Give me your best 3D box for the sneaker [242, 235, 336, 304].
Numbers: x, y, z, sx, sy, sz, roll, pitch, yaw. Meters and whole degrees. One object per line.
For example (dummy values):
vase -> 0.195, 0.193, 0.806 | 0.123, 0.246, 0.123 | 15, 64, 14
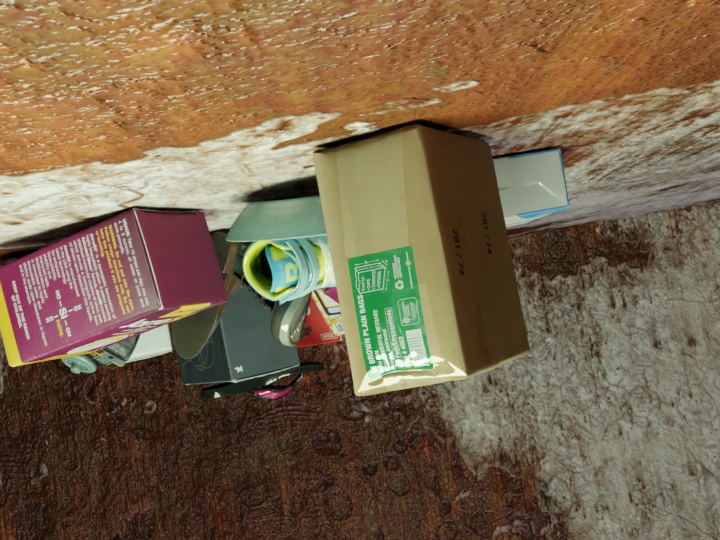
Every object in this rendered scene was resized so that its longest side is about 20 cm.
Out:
sneaker -> -0.030, -0.006, 1.020 | 0.196, 0.081, 0.130 | -5, -172, 18

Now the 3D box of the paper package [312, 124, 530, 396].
paper package -> 0.056, -0.010, 0.835 | 0.102, 0.204, 0.190 | -12, 176, 26

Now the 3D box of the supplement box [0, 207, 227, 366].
supplement box -> -0.258, 0.017, 1.010 | 0.197, 0.105, 0.130 | -20, 173, 22

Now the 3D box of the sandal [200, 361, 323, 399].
sandal -> -0.151, 0.181, 1.535 | 0.196, 0.046, 0.075 | -15, 180, -16

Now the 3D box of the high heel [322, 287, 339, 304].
high heel -> 0.000, -0.028, 1.199 | 0.094, 0.068, 0.202 | 10, 142, 7

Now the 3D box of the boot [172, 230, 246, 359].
boot -> -0.165, 0.029, 1.368 | 0.064, 0.189, 0.199 | 30, -166, 19

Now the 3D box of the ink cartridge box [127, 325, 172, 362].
ink cartridge box -> -0.347, 0.065, 1.548 | 0.081, 0.149, 0.200 | -11, 178, -12

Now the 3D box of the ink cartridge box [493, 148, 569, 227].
ink cartridge box -> 0.153, -0.084, 1.147 | 0.114, 0.069, 0.200 | -10, 178, -8

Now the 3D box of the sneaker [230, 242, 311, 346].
sneaker -> -0.110, 0.021, 1.160 | 0.104, 0.076, 0.201 | 14, -157, -1

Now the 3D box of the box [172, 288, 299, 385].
box -> -0.203, 0.065, 1.510 | 0.122, 0.204, 0.196 | -11, 179, -30

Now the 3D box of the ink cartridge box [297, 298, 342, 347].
ink cartridge box -> -0.123, 0.043, 1.659 | 0.044, 0.180, 0.198 | -7, 176, -44

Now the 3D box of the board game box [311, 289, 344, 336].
board game box -> 0.000, 0.000, 1.302 | 0.148, 0.047, 0.201 | -10, 136, 17

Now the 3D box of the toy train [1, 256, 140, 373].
toy train -> -0.350, 0.051, 1.159 | 0.199, 0.086, 0.113 | 36, 146, -27

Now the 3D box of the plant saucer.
plant saucer -> -0.040, -0.060, 0.991 | 0.195, 0.037, 0.200 | -7, -174, 1
